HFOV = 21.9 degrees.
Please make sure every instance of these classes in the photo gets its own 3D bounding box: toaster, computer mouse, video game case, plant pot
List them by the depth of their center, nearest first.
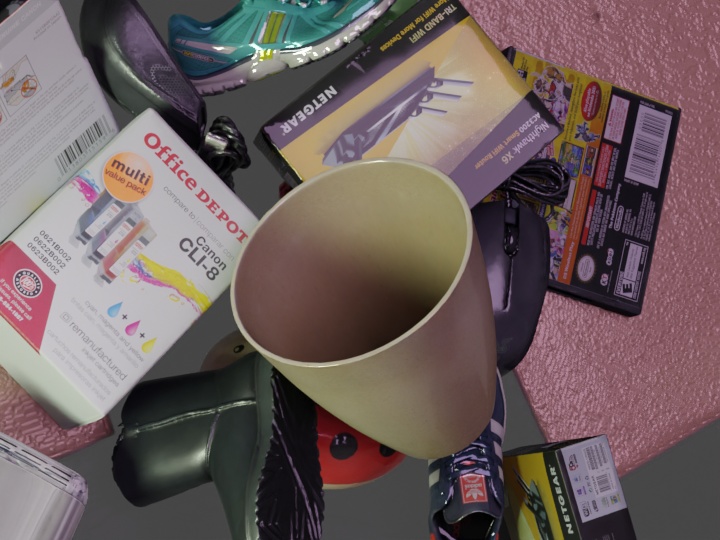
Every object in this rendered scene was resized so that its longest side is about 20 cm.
[{"bbox_3d":[-0.291,0.191,1.391,0.199,0.114,0.130,28,70,-6],"label":"toaster"},{"bbox_3d":[0.026,0.050,1.397,0.188,0.187,0.200,-52,140,-20],"label":"plant pot"},{"bbox_3d":[-0.169,-0.144,1.489,0.053,0.139,0.200,-35,84,-15],"label":"computer mouse"},{"bbox_3d":[0.114,0.000,1.588,0.138,0.053,0.201,5,93,-18],"label":"computer mouse"},{"bbox_3d":[0.188,-0.079,1.665,0.180,0.025,0.201,18,77,-18],"label":"video game case"}]

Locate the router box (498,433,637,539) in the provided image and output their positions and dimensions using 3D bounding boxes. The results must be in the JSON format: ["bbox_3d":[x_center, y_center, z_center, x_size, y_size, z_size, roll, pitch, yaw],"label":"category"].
[{"bbox_3d":[0.175,0.242,1.538,0.052,0.157,0.201,-15,86,-22],"label":"router box"}]

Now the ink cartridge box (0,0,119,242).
[{"bbox_3d":[-0.290,-0.106,1.420,0.043,0.174,0.200,30,65,33],"label":"ink cartridge box"}]

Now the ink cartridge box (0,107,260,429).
[{"bbox_3d":[-0.196,0.000,1.444,0.145,0.145,0.200,46,68,-8],"label":"ink cartridge box"}]

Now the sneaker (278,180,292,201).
[{"bbox_3d":[0.000,0.000,1.561,0.081,0.075,0.200,-37,83,-27],"label":"sneaker"}]

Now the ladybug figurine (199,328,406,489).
[{"bbox_3d":[-0.034,0.109,1.526,0.199,0.072,0.136,15,76,-18],"label":"ladybug figurine"}]

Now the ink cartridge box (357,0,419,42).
[{"bbox_3d":[-0.020,-0.298,1.589,0.199,0.084,0.145,24,74,-16],"label":"ink cartridge box"}]

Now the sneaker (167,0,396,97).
[{"bbox_3d":[-0.065,-0.204,1.520,0.199,0.078,0.080,-18,104,8],"label":"sneaker"}]

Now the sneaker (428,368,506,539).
[{"bbox_3d":[0.088,0.157,1.516,0.075,0.085,0.201,-6,109,-2],"label":"sneaker"}]

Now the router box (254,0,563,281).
[{"bbox_3d":[0.039,-0.109,1.507,0.200,0.052,0.157,-40,90,-13],"label":"router box"}]

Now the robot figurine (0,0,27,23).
[{"bbox_3d":[-0.333,-0.218,1.441,0.200,0.150,0.125,-48,116,-21],"label":"robot figurine"}]

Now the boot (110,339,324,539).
[{"bbox_3d":[-0.113,0.161,1.422,0.076,0.168,0.201,30,50,-44],"label":"boot"}]
